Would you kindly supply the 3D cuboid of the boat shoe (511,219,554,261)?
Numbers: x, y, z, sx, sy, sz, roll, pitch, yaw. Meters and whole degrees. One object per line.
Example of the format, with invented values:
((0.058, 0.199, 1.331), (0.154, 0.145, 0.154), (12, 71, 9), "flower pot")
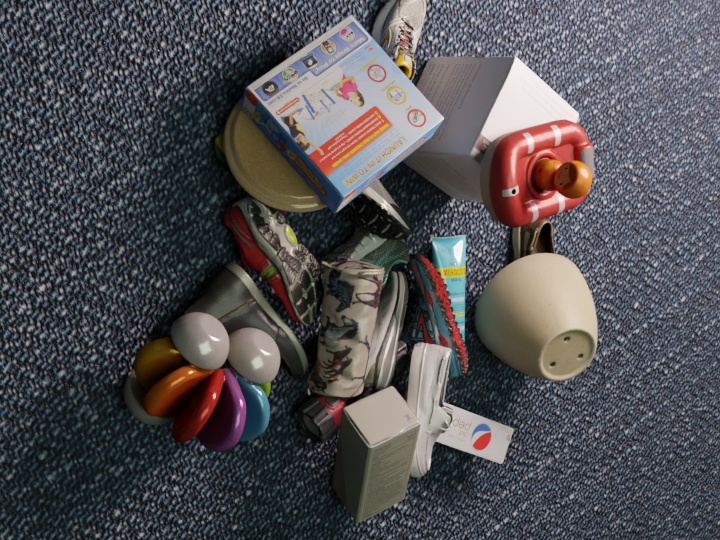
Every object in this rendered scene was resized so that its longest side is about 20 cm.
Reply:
((0.295, 0.008, 1.927), (0.074, 0.075, 0.205), (-18, 108, -33), "boat shoe")

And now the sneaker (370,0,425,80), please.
((0.057, -0.315, 1.694), (0.077, 0.082, 0.202), (23, 83, -37), "sneaker")

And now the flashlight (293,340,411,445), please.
((-0.008, 0.182, 1.741), (0.199, 0.067, 0.068), (-34, 112, -32), "flashlight")

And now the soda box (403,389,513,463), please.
((0.152, 0.253, 1.864), (0.199, 0.068, 0.064), (23, 83, -37), "soda box")

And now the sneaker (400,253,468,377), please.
((0.096, 0.077, 1.784), (0.079, 0.095, 0.202), (-26, 98, -75), "sneaker")

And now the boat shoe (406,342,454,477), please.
((0.107, 0.212, 1.742), (0.072, 0.068, 0.202), (29, 65, -77), "boat shoe")

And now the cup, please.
((0.302, 0.094, 1.856), (0.198, 0.144, 0.202), (-10, 124, -15), "cup")

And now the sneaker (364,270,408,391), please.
((0.005, 0.077, 1.722), (0.114, 0.076, 0.202), (13, 58, -2), "sneaker")

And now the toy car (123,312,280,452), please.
((-0.199, 0.164, 1.508), (0.199, 0.151, 0.175), (20, 124, -37), "toy car")

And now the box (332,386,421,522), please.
((0.021, 0.272, 1.700), (0.094, 0.078, 0.201), (-20, 142, -26), "box")

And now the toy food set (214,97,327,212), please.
((-0.092, -0.171, 1.579), (0.199, 0.049, 0.198), (-37, 83, -24), "toy food set")

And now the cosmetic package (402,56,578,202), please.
((0.182, -0.208, 1.731), (0.164, 0.199, 0.166), (32, 79, -36), "cosmetic package")

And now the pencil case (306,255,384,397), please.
((-0.025, 0.084, 1.620), (0.088, 0.078, 0.202), (10, 101, 3), "pencil case")

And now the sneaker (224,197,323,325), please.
((-0.121, -0.013, 1.608), (0.077, 0.084, 0.201), (-47, 116, -45), "sneaker")

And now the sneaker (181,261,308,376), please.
((-0.161, 0.094, 1.613), (0.106, 0.075, 0.201), (-43, 114, -15), "sneaker")

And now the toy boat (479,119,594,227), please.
((0.264, -0.130, 1.599), (0.199, 0.130, 0.132), (-19, 110, -31), "toy boat")

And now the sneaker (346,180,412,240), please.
((0.005, -0.126, 1.658), (0.200, 0.074, 0.079), (45, 58, -3), "sneaker")

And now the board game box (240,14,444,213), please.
((-0.024, -0.213, 1.556), (0.200, 0.056, 0.196), (-38, 84, -25), "board game box")

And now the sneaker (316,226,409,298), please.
((0.000, 0.000, 1.702), (0.200, 0.077, 0.092), (-38, 111, -24), "sneaker")

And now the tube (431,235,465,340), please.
((0.141, 0.046, 1.841), (0.077, 0.050, 0.202), (-5, 96, -48), "tube")
